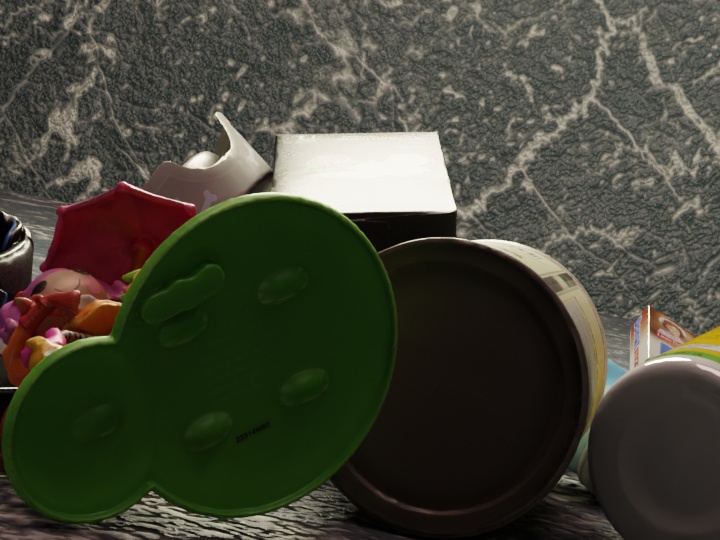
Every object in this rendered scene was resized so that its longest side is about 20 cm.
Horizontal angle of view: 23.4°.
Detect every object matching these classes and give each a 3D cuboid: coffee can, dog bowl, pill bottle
[{"bbox_3d":[0.059,0.056,0.949,0.145,0.148,0.200,11,3,11],"label":"coffee can"},{"bbox_3d":[-0.133,-0.015,1.250,0.058,0.201,0.200,35,5,2],"label":"dog bowl"},{"bbox_3d":[0.216,0.084,0.959,0.110,0.113,0.199,12,16,32],"label":"pill bottle"}]

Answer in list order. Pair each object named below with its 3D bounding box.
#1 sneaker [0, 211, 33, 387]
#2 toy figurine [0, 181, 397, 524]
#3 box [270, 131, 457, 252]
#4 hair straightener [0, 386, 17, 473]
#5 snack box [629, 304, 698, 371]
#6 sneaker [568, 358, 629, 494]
[{"bbox_3d":[-0.211,0.021,1.003,0.072,0.113,0.200,11,3,-5],"label":"sneaker"},{"bbox_3d":[-0.112,0.028,0.841,0.199,0.152,0.184,-25,26,-26],"label":"toy figurine"},{"bbox_3d":[0.000,0.000,1.182,0.123,0.150,0.200,-1,19,0],"label":"box"},{"bbox_3d":[-0.154,0.071,0.920,0.076,0.041,0.199,11,9,26],"label":"hair straightener"},{"bbox_3d":[0.256,0.098,1.095,0.199,0.024,0.072,32,28,-7],"label":"snack box"},{"bbox_3d":[0.162,0.081,1.140,0.130,0.080,0.199,38,15,26],"label":"sneaker"}]
